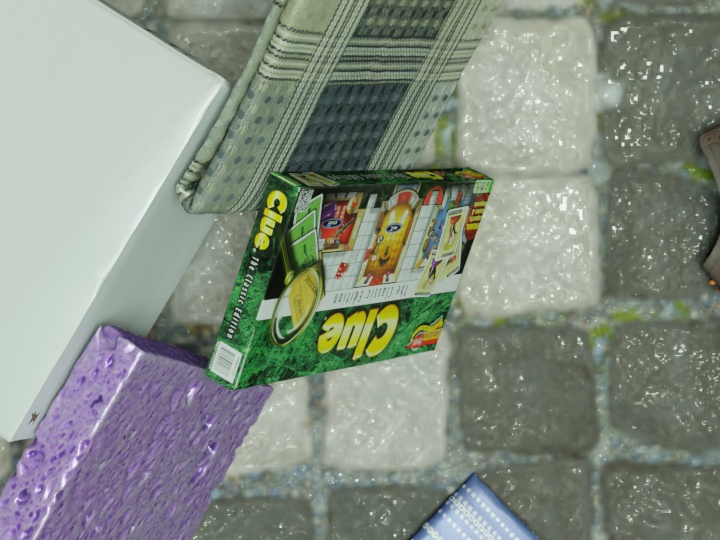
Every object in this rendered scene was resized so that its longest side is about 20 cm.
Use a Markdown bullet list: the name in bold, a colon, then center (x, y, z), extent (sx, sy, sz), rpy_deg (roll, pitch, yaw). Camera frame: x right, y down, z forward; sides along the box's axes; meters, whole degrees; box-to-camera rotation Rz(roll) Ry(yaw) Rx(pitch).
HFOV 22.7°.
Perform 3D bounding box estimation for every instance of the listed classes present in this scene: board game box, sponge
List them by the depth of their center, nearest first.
- **sponge**: center (-0.110, 0.092, 0.901), extent (0.030, 0.200, 0.112), rpy_deg (30, 90, 17)
- **board game box**: center (0.000, 0.000, 0.911), extent (0.023, 0.199, 0.106), rpy_deg (29, 108, 26)

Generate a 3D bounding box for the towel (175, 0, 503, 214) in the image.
- **towel**: center (0.007, -0.117, 0.846), extent (0.034, 0.192, 0.201), rpy_deg (39, 113, 22)

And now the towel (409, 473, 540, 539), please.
- **towel**: center (0.046, 0.238, 1.017), extent (0.145, 0.024, 0.200), rpy_deg (45, 83, -2)

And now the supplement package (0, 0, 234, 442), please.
- **supplement package**: center (-0.181, -0.053, 0.870), extent (0.199, 0.147, 0.192), rpy_deg (32, 91, 7)

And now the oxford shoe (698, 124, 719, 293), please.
- **oxford shoe**: center (0.235, 0.009, 1.021), extent (0.072, 0.071, 0.202), rpy_deg (-5, 101, 20)
